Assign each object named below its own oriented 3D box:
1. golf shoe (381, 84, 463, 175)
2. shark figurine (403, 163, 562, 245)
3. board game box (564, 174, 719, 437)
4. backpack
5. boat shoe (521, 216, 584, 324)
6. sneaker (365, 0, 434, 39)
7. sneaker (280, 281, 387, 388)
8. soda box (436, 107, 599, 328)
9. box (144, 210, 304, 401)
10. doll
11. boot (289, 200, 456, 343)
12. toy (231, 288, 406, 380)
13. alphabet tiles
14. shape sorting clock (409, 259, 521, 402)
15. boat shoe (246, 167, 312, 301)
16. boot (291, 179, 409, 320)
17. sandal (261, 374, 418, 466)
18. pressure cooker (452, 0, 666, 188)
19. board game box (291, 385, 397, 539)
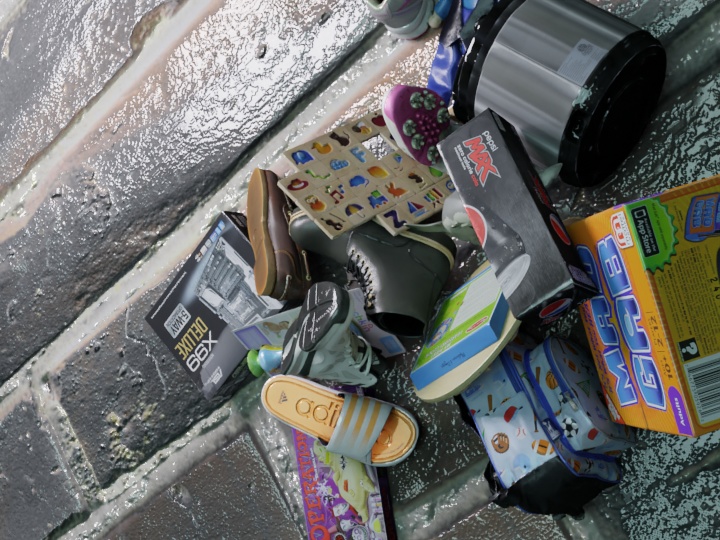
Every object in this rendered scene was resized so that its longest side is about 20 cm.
[{"bbox_3d":[0.066,-0.155,1.174,0.091,0.199,0.076,21,85,35],"label":"golf shoe"},{"bbox_3d":[0.125,-0.081,1.116,0.126,0.214,0.091,10,83,-10],"label":"shark figurine"},{"bbox_3d":[0.326,0.020,0.963,0.197,0.200,0.203,-16,87,-7],"label":"board game box"},{"bbox_3d":[0.188,0.153,1.110,0.154,0.199,0.191,-43,58,12],"label":"backpack"},{"bbox_3d":[0.186,0.018,1.176,0.200,0.064,0.072,-47,68,21],"label":"boat shoe"},{"bbox_3d":[0.050,-0.384,1.244,0.080,0.088,0.204,4,91,30],"label":"sneaker"},{"bbox_3d":[-0.014,0.075,1.176,0.201,0.113,0.077,129,150,-61],"label":"sneaker"},{"bbox_3d":[0.147,-0.050,0.996,0.070,0.063,0.202,-33,62,23],"label":"soda box"},{"bbox_3d":[-0.180,0.049,1.397,0.158,0.050,0.201,48,111,21],"label":"box"},{"bbox_3d":[0.131,-0.275,1.220,0.135,0.048,0.203,15,91,35],"label":"doll"},{"bbox_3d":[0.000,0.000,1.175,0.197,0.139,0.078,10,138,11],"label":"boot"},{"bbox_3d":[-0.057,0.099,1.292,0.198,0.116,0.048,-16,37,31],"label":"toy"},{"bbox_3d":[0.008,-0.107,1.219,0.167,0.199,0.008,45,143,22],"label":"alphabet tiles"},{"bbox_3d":[0.123,0.054,1.100,0.039,0.201,0.200,39,112,-11],"label":"shape sorting clock"},{"bbox_3d":[-0.104,-0.045,1.331,0.071,0.069,0.202,121,147,-48],"label":"boat shoe"},{"bbox_3d":[-0.008,-0.026,1.287,0.197,0.069,0.177,4,91,28],"label":"boot"},{"bbox_3d":[-0.032,0.183,1.263,0.203,0.059,0.080,16,90,12],"label":"sandal"},{"bbox_3d":[0.199,-0.206,1.102,0.199,0.175,0.181,35,137,28],"label":"pressure cooker"},{"bbox_3d":[-0.025,0.249,1.319,0.119,0.032,0.204,-14,83,33],"label":"board game box"}]
